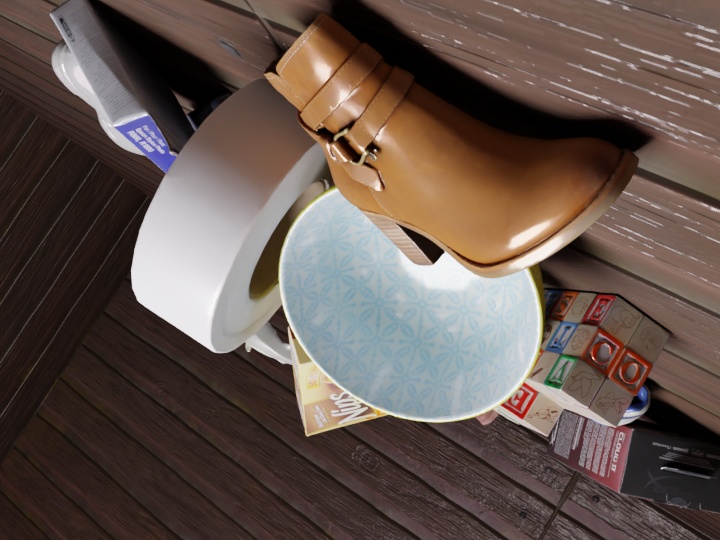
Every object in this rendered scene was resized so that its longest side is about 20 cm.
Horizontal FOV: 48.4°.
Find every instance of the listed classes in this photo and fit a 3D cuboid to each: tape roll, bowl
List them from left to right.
[{"bbox_3d":[-0.081,-0.039,0.605,0.071,0.203,0.202,31,173,9],"label":"tape roll"},{"bbox_3d":[0.049,0.003,0.608,0.200,0.200,0.108,32,-144,4],"label":"bowl"}]

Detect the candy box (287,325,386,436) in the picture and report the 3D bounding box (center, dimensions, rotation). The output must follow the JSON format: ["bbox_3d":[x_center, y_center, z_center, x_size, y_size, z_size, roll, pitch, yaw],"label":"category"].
[{"bbox_3d":[-0.019,0.121,0.944,0.200,0.115,0.055,92,163,-57],"label":"candy box"}]

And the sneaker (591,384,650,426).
[{"bbox_3d":[0.215,0.098,0.856,0.199,0.075,0.088,23,165,4],"label":"sneaker"}]

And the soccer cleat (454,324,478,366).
[{"bbox_3d":[0.070,0.022,0.724,0.200,0.073,0.068,49,153,48],"label":"soccer cleat"}]

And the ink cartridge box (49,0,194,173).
[{"bbox_3d":[-0.197,-0.139,0.779,0.200,0.041,0.200,56,-178,21],"label":"ink cartridge box"}]

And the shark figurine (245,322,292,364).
[{"bbox_3d":[-0.115,0.056,0.987,0.214,0.090,0.128,39,-150,22],"label":"shark figurine"}]

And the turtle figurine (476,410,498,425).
[{"bbox_3d":[0.097,0.127,0.965,0.161,0.065,0.200,37,158,-21],"label":"turtle figurine"}]

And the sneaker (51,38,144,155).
[{"bbox_3d":[-0.271,-0.196,0.954,0.088,0.075,0.200,14,163,33],"label":"sneaker"}]

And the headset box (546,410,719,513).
[{"bbox_3d":[0.335,0.220,0.945,0.148,0.075,0.200,14,177,-11],"label":"headset box"}]

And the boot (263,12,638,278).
[{"bbox_3d":[0.031,-0.073,0.418,0.155,0.074,0.200,49,154,-17],"label":"boot"}]

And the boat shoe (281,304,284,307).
[{"bbox_3d":[-0.061,0.021,0.853,0.075,0.062,0.200,51,-173,-5],"label":"boat shoe"}]

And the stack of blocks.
[{"bbox_3d":[0.165,0.080,0.704,0.058,0.115,0.200,33,173,-12],"label":"stack of blocks"}]

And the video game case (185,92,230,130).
[{"bbox_3d":[-0.135,-0.109,0.850,0.143,0.019,0.200,67,163,-14],"label":"video game case"}]
